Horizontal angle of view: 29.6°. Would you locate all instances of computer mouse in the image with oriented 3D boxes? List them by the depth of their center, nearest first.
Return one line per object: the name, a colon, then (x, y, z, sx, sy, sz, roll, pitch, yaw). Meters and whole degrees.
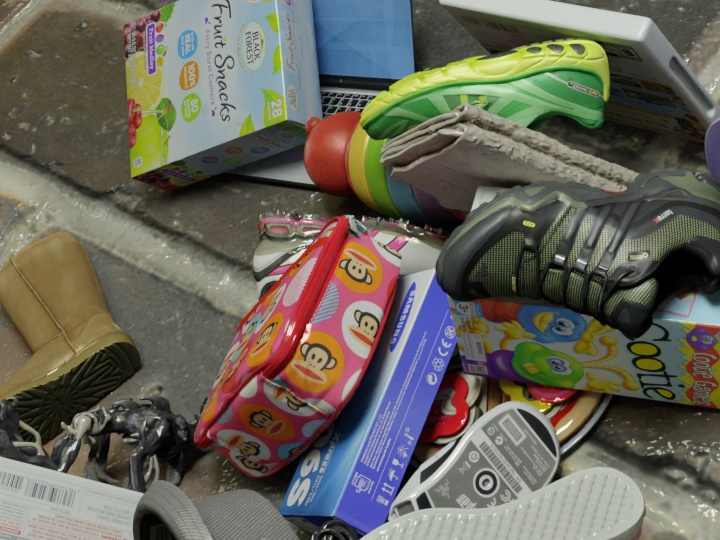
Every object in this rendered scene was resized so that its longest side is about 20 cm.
computer mouse: (0.059, 0.172, 0.948, 0.200, 0.110, 0.044, -39, 3, -17)

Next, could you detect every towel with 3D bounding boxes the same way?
towel: (0.123, -0.065, 1.015, 0.132, 0.199, 0.035, -19, 56, 63)

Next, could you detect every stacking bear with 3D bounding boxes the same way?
stacking bear: (0.035, -0.098, 1.174, 0.199, 0.122, 0.114, 7, 40, 42)

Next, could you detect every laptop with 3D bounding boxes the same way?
laptop: (-0.050, -0.194, 1.315, 0.186, 0.116, 0.201, 9, 57, 37)

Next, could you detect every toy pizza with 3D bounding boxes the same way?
toy pizza: (0.102, 0.071, 1.045, 0.199, 0.032, 0.201, -17, 45, 18)

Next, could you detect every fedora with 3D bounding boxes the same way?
fedora: (-0.079, 0.228, 0.914, 0.090, 0.177, 0.201, -16, 64, -27)

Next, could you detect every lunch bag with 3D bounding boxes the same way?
lunch bag: (-0.043, 0.052, 1.049, 0.200, 0.082, 0.177, -46, 16, 50)

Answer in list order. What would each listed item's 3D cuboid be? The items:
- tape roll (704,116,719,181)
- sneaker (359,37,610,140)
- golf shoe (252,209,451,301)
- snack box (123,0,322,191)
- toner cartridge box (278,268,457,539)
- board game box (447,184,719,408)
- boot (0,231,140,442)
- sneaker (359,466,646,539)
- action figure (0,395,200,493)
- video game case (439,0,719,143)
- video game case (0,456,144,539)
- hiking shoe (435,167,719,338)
tape roll: (0.325, -0.046, 0.894, 0.085, 0.200, 0.200, -37, 43, -5)
sneaker: (0.091, -0.119, 1.028, 0.198, 0.084, 0.074, -8, 12, 23)
golf shoe: (0.000, 0.000, 1.156, 0.198, 0.072, 0.093, 3, 84, 28)
snack box: (-0.137, -0.188, 1.329, 0.199, 0.067, 0.170, -16, 71, 31)
toner cartridge box: (0.012, 0.100, 1.017, 0.095, 0.043, 0.201, -16, 46, 60)
board game box: (0.174, 0.018, 0.966, 0.198, 0.103, 0.105, 7, 54, 18)
boot: (-0.309, 0.066, 1.278, 0.174, 0.066, 0.200, -29, 42, -14)
sneaker: (0.086, 0.198, 0.874, 0.198, 0.105, 0.076, -15, 49, -11)
action figure: (-0.207, 0.153, 1.108, 0.198, 0.103, 0.119, 1, 6, -18)
video game case: (0.184, -0.166, 1.102, 0.199, 0.182, 0.023, 21, 81, 41)
video game case: (-0.200, 0.239, 0.990, 0.198, 0.023, 0.183, 17, 49, -12)
hiking shoe: (0.148, -0.004, 0.874, 0.198, 0.076, 0.101, -13, 48, 3)
